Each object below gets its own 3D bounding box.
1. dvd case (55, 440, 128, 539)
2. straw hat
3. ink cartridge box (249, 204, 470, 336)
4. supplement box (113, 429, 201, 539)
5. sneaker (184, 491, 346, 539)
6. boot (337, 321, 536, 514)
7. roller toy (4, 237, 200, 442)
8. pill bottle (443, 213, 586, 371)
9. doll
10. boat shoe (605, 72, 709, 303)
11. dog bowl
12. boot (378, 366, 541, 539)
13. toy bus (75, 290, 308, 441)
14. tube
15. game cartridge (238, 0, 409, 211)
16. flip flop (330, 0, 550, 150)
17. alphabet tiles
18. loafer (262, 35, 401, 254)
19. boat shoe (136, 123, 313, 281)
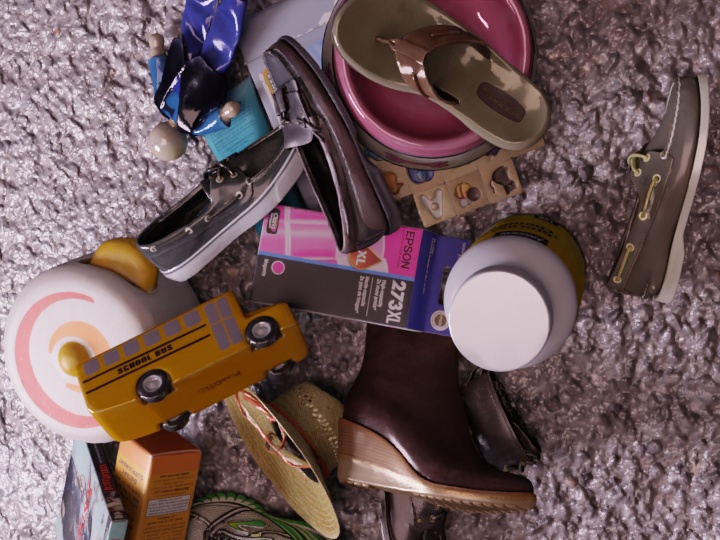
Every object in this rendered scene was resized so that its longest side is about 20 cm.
[{"bbox_3d":[-0.288,0.270,1.068,0.022,0.200,0.147,7,109,-29],"label":"dvd case"},{"bbox_3d":[-0.053,0.162,1.011,0.085,0.201,0.202,-36,89,-23],"label":"straw hat"},{"bbox_3d":[0.000,0.000,0.949,0.198,0.037,0.096,10,87,3],"label":"ink cartridge box"},{"bbox_3d":[-0.227,0.271,1.056,0.066,0.068,0.202,22,105,44],"label":"supplement box"},{"bbox_3d":[-0.119,0.288,1.059,0.198,0.085,0.079,2,102,20],"label":"sneaker"},{"bbox_3d":[0.076,0.130,0.933,0.198,0.072,0.168,7,72,22],"label":"boot"},{"bbox_3d":[-0.260,0.074,1.030,0.199,0.140,0.184,-24,94,19],"label":"roller toy"},{"bbox_3d":[0.134,0.019,0.867,0.111,0.200,0.113,3,102,15],"label":"pill bottle"},{"bbox_3d":[-0.164,-0.198,0.979,0.136,0.048,0.201,37,120,25],"label":"doll"},{"bbox_3d":[0.260,-0.072,0.879,0.060,0.072,0.204,9,107,10],"label":"boat shoe"},{"bbox_3d":[0.063,-0.189,0.886,0.198,0.074,0.202,0,96,1],"label":"dog bowl"},{"bbox_3d":[0.098,0.208,0.984,0.173,0.069,0.202,-24,88,20],"label":"boot"},{"bbox_3d":[-0.152,0.084,0.921,0.199,0.065,0.079,-26,53,-6],"label":"toy bus"},{"bbox_3d":[-0.097,-0.086,1.000,0.077,0.050,0.201,-27,87,16],"label":"tube"},{"bbox_3d":[-0.027,-0.171,0.966,0.132,0.041,0.202,-22,94,24],"label":"game cartridge"},{"bbox_3d":[0.069,-0.165,0.822,0.199,0.058,0.081,33,95,-3],"label":"flip flop"},{"bbox_3d":[0.072,-0.150,0.930,0.165,0.006,0.202,-20,95,2],"label":"alphabet tiles"},{"bbox_3d":[-0.036,-0.109,0.890,0.063,0.072,0.201,-33,98,-17],"label":"loafer"},{"bbox_3d":[-0.128,-0.070,0.944,0.200,0.069,0.057,-43,129,10],"label":"boat shoe"}]
